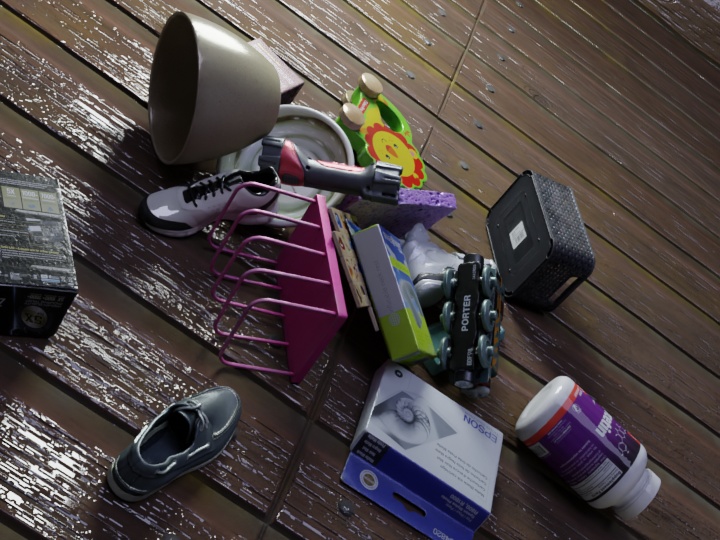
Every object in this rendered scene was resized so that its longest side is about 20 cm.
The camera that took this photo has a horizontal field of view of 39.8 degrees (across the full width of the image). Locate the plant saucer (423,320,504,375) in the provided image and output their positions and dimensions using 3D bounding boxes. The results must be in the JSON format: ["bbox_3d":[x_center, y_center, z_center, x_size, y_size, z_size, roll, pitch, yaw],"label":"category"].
[{"bbox_3d":[0.147,0.096,1.482,0.199,0.019,0.070,-18,66,-50],"label":"plant saucer"}]

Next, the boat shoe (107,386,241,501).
[{"bbox_3d":[-0.187,0.175,1.075,0.073,0.062,0.199,46,37,8],"label":"boat shoe"}]

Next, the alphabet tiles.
[{"bbox_3d":[0.000,0.000,1.332,0.200,0.007,0.169,3,68,-79],"label":"alphabet tiles"}]

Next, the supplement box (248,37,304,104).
[{"bbox_3d":[-0.186,-0.284,1.542,0.109,0.061,0.200,45,38,5],"label":"supplement box"}]

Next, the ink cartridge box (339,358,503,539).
[{"bbox_3d":[0.085,0.235,1.268,0.198,0.041,0.201,33,38,-9],"label":"ink cartridge box"}]

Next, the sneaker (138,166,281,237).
[{"bbox_3d":[-0.195,-0.100,1.312,0.198,0.080,0.074,-12,62,-28],"label":"sneaker"}]

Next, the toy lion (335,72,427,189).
[{"bbox_3d":[0.038,-0.216,1.676,0.191,0.069,0.201,40,36,-12],"label":"toy lion"}]

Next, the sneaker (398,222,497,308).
[{"bbox_3d":[0.122,-0.016,1.524,0.198,0.075,0.116,-14,64,-43],"label":"sneaker"}]

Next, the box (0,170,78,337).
[{"bbox_3d":[-0.418,-0.025,1.057,0.198,0.086,0.165,6,48,-37],"label":"box"}]

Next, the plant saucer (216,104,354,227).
[{"bbox_3d":[-0.107,-0.143,1.435,0.197,0.050,0.203,0,64,0],"label":"plant saucer"}]

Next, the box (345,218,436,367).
[{"bbox_3d":[0.043,0.026,1.354,0.122,0.047,0.203,30,42,-72],"label":"box"}]

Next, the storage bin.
[{"bbox_3d":[0.295,-0.050,1.658,0.093,0.135,0.202,19,42,-25],"label":"storage bin"}]

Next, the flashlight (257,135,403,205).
[{"bbox_3d":[-0.041,-0.139,1.373,0.197,0.069,0.068,9,9,1],"label":"flashlight"}]

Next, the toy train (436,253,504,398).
[{"bbox_3d":[0.163,0.080,1.410,0.114,0.084,0.203,48,42,-54],"label":"toy train"}]

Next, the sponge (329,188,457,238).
[{"bbox_3d":[0.040,-0.086,1.494,0.198,0.111,0.030,3,64,-39],"label":"sponge"}]

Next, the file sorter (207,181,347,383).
[{"bbox_3d":[-0.114,0.011,1.245,0.124,0.139,0.202,13,45,-27],"label":"file sorter"}]

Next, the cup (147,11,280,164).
[{"bbox_3d":[-0.193,-0.241,1.365,0.141,0.201,0.202,2,50,-31],"label":"cup"}]

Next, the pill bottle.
[{"bbox_3d":[0.321,0.252,1.395,0.200,0.113,0.112,42,37,3],"label":"pill bottle"}]
